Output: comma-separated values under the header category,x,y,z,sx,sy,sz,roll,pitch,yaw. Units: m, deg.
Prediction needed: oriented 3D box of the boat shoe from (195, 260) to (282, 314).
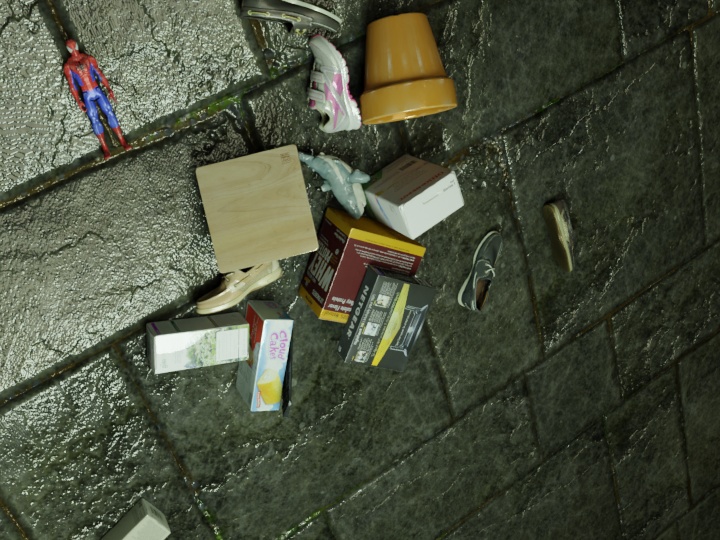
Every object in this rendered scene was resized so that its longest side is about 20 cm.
category,x,y,z,sx,sy,sz,roll,pitch,yaw
boat shoe,-0.254,0.021,1.473,0.198,0.071,0.066,-31,114,-26

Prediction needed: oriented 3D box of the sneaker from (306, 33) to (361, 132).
category,x,y,z,sx,sy,sz,roll,pitch,yaw
sneaker,-0.067,-0.362,1.432,0.087,0.081,0.204,-26,113,-14

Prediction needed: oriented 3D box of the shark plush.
category,x,y,z,sx,sy,sz,roll,pitch,yaw
shark plush,-0.061,-0.192,1.487,0.199,0.090,0.085,36,78,-30

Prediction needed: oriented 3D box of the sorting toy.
category,x,y,z,sx,sy,sz,roll,pitch,yaw
sorting toy,-0.195,-0.118,1.393,0.195,0.070,0.204,-13,95,0

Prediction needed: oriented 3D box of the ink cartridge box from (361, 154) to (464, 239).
category,x,y,z,sx,sy,sz,roll,pitch,yaw
ink cartridge box,0.103,-0.160,1.529,0.143,0.199,0.085,-33,120,-14

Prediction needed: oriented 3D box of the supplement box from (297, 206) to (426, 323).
category,x,y,z,sx,sy,sz,roll,pitch,yaw
supplement box,0.000,0.000,1.558,0.194,0.133,0.204,12,106,-32

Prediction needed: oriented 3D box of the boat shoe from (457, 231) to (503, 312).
category,x,y,z,sx,sy,sz,roll,pitch,yaw
boat shoe,0.311,0.004,1.786,0.071,0.067,0.204,19,96,-31

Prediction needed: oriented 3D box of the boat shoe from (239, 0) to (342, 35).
category,x,y,z,sx,sy,sz,roll,pitch,yaw
boat shoe,-0.131,-0.479,1.362,0.197,0.072,0.062,11,100,-24

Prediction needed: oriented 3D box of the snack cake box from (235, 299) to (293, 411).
category,x,y,z,sx,sy,sz,roll,pitch,yaw
snack cake box,-0.205,0.178,1.524,0.066,0.115,0.205,3,107,-27

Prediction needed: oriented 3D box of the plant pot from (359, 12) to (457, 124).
category,x,y,z,sx,sy,sz,roll,pitch,yaw
plant pot,0.085,-0.406,1.451,0.196,0.199,0.188,-13,98,-24

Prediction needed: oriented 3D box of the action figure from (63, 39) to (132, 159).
category,x,y,z,sx,sy,sz,roll,pitch,yaw
action figure,-0.461,-0.299,1.253,0.064,0.052,0.204,-25,116,-15

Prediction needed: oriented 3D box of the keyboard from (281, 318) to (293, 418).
category,x,y,z,sx,sy,sz,roll,pitch,yaw
keyboard,-0.158,0.213,1.540,0.020,0.204,0.128,4,148,-8

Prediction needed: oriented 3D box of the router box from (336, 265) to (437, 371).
category,x,y,z,sx,sy,sz,roll,pitch,yaw
router box,0.055,0.105,1.521,0.154,0.052,0.204,13,106,-31

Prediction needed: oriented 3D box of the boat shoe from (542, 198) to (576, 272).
category,x,y,z,sx,sy,sz,roll,pitch,yaw
boat shoe,0.530,-0.090,1.872,0.064,0.073,0.203,-28,119,-11

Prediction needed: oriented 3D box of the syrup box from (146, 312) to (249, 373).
category,x,y,z,sx,sy,sz,roll,pitch,yaw
syrup box,-0.329,0.144,1.462,0.196,0.081,0.081,-6,108,-27

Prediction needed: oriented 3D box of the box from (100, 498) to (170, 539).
category,x,y,z,sx,sy,sz,roll,pitch,yaw
box,-0.504,0.591,1.529,0.200,0.068,0.083,-43,122,-9
